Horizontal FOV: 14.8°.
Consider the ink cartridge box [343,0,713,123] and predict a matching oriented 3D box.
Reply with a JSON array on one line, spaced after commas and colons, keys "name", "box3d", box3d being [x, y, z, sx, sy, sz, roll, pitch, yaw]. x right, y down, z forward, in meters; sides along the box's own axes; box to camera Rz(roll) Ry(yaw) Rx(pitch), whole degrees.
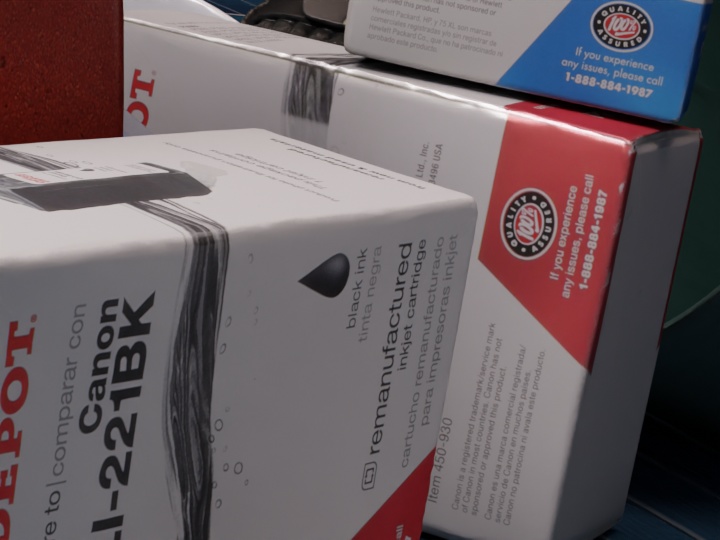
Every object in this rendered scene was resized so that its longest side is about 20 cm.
[{"name": "ink cartridge box", "box3d": [0.072, -0.158, 0.916, 0.116, 0.200, 0.067, 13, 7, 8]}]

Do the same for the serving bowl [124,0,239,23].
[{"name": "serving bowl", "box3d": [-0.129, -0.073, 1.321, 0.200, 0.066, 0.200, 15, 31, -9]}]

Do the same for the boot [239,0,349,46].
[{"name": "boot", "box3d": [0.032, -0.054, 1.071, 0.211, 0.079, 0.158, 30, 36, 17]}]

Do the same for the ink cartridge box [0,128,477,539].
[{"name": "ink cartridge box", "box3d": [-0.068, 0.047, 0.685, 0.084, 0.144, 0.200, 18, 15, 34]}]

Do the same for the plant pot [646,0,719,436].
[{"name": "plant pot", "box3d": [0.165, -0.021, 1.095, 0.161, 0.201, 0.201, 33, -3, -34]}]

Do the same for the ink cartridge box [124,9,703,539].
[{"name": "ink cartridge box", "box3d": [0.000, 0.000, 0.953, 0.200, 0.147, 0.083, 16, 12, 22]}]

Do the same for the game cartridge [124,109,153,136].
[{"name": "game cartridge", "box3d": [-0.096, 0.000, 0.876, 0.200, 0.042, 0.133, 44, 42, 12]}]

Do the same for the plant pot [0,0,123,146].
[{"name": "plant pot", "box3d": [-0.179, -0.120, 0.725, 0.200, 0.176, 0.200, 11, 1, 28]}]
